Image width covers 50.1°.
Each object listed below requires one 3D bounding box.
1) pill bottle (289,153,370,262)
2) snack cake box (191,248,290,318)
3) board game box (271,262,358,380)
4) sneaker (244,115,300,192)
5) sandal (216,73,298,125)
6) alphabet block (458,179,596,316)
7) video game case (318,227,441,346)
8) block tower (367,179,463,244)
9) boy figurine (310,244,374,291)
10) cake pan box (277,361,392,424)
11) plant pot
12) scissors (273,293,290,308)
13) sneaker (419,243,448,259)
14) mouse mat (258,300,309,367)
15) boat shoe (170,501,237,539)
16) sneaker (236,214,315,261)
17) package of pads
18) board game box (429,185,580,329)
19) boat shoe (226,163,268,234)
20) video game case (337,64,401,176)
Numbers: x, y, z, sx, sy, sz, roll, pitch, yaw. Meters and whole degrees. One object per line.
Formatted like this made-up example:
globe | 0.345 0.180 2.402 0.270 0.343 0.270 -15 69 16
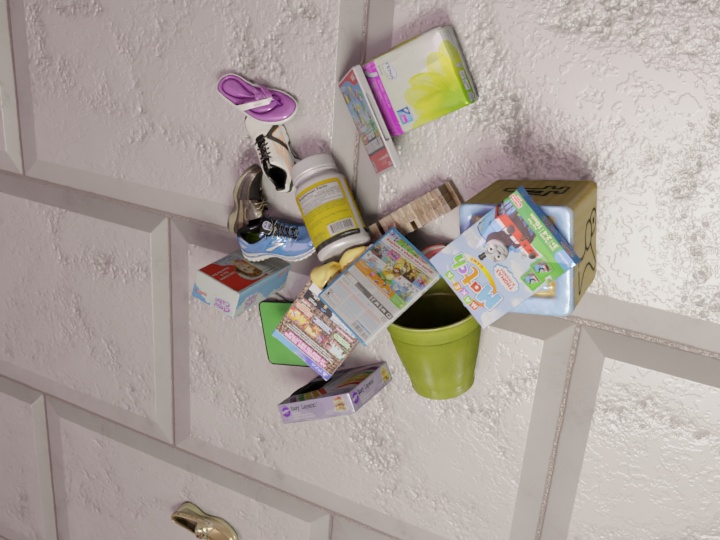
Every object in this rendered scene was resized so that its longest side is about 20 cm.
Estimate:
pill bottle | -0.065 -0.127 1.561 0.114 0.114 0.201 -31 74 33
snack cake box | -0.258 0.020 1.687 0.115 0.200 0.067 29 120 18
board game box | -0.064 0.102 1.654 0.159 0.097 0.200 39 116 6
sneaker | -0.186 -0.251 1.625 0.074 0.080 0.200 -36 86 36
sandal | -0.224 -0.359 1.605 0.202 0.050 0.083 24 81 21
alphabet block | 0.299 -0.047 1.356 0.196 0.200 0.196 6 109 27
video game case | 0.037 0.028 1.463 0.200 0.018 0.143 -42 62 -6
block tower | 0.104 -0.107 1.528 0.200 0.058 0.054 -29 92 32
boy figurine | 0.000 0.000 1.543 0.065 0.199 0.125 -118 32 -43
cake pan box | -0.056 0.266 1.674 0.200 0.184 0.052 -15 95 33
plant pot | 0.153 0.143 1.524 0.200 0.200 0.193 4 121 28
scissors | -0.127 0.115 1.759 0.200 0.014 0.073 23 119 19
sneaker | 0.115 0.018 1.506 0.074 0.200 0.087 74 172 -47
mouse mat | -0.141 0.147 1.768 0.199 0.008 0.162 0 107 27
boat shoe | -0.427 0.706 2.105 0.200 0.065 0.072 24 117 20
sneaker | -0.176 -0.070 1.654 0.199 0.079 0.089 -6 144 16
package of pads | 0.104 -0.350 1.436 0.200 0.068 0.155 -18 99 32
board game box | 0.232 -0.018 1.262 0.200 0.037 0.151 -41 86 34
boat shoe | -0.234 -0.147 1.685 0.073 0.075 0.200 32 138 9
video game case | 0.016 -0.283 1.482 0.017 0.143 0.201 -24 96 -11
